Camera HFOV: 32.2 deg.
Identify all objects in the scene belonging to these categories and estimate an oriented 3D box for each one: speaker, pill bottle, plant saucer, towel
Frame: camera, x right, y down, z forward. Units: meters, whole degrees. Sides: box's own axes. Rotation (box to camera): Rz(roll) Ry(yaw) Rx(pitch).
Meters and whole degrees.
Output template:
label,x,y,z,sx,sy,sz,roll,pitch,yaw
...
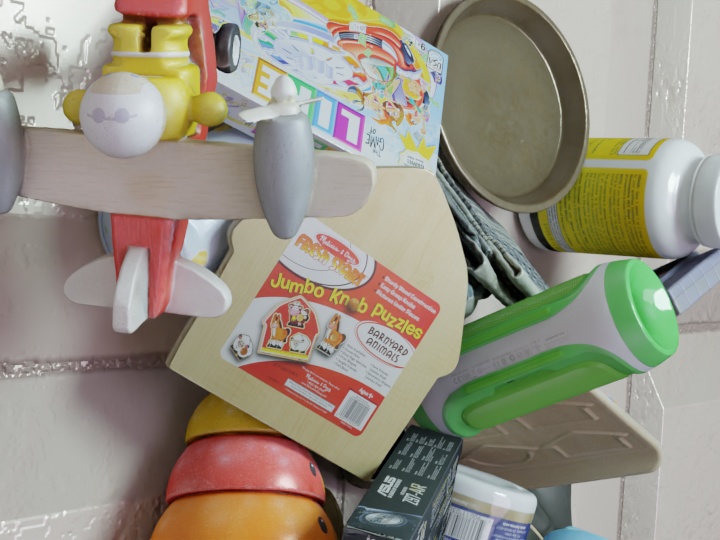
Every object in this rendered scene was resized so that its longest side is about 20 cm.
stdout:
label,x,y,z,sx,sy,sz,roll,pitch,yaw
speaker,0.129,0.061,0.923,0.088,0.200,0.089,33,44,-39
pill bottle,0.258,-0.068,1.175,0.112,0.200,0.113,-8,101,-49
plant saucer,0.129,-0.148,1.112,0.200,0.029,0.200,8,78,-39
towel,0.112,-0.022,1.036,0.035,0.193,0.200,-39,136,12
pill bottle,0.067,0.266,1.043,0.111,0.111,0.200,21,87,-50

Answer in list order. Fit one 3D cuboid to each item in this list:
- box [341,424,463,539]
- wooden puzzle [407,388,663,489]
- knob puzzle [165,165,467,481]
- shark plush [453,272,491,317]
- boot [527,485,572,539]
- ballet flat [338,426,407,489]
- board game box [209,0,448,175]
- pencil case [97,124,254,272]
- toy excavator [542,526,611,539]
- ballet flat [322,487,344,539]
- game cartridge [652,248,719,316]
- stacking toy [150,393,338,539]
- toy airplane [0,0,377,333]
label,x,y,z,sx,sy,sz,roll,pitch,yaw
box,0.021,0.215,0.867,0.200,0.043,0.161,-40,142,-71
wooden puzzle,0.140,0.127,1.078,0.200,0.185,0.046,43,43,-43
knob puzzle,-0.011,0.016,0.839,0.219,0.030,0.220,-6,106,-24
shark plush,0.062,-0.002,0.959,0.200,0.091,0.083,-14,72,-51
boot,0.200,0.250,1.245,0.200,0.077,0.138,54,50,-40
ballet flat,0.007,0.135,0.987,0.067,0.046,0.200,-66,153,-14
board game box,-0.032,-0.138,0.859,0.200,0.034,0.135,26,53,-26
pencil case,-0.084,-0.053,0.854,0.200,0.083,0.091,-28,92,-45
toy excavator,0.204,0.276,1.088,0.200,0.100,0.195,-46,145,-46
ballet flat,-0.017,0.260,0.988,0.063,0.069,0.200,-48,131,-54
game cartridge,0.246,0.038,1.184,0.130,0.200,0.038,-35,94,-45
stacking toy,-0.079,0.128,0.869,0.146,0.146,0.200,22,61,-49
toy airplane,-0.122,-0.063,0.692,0.200,0.199,0.141,-39,173,1
